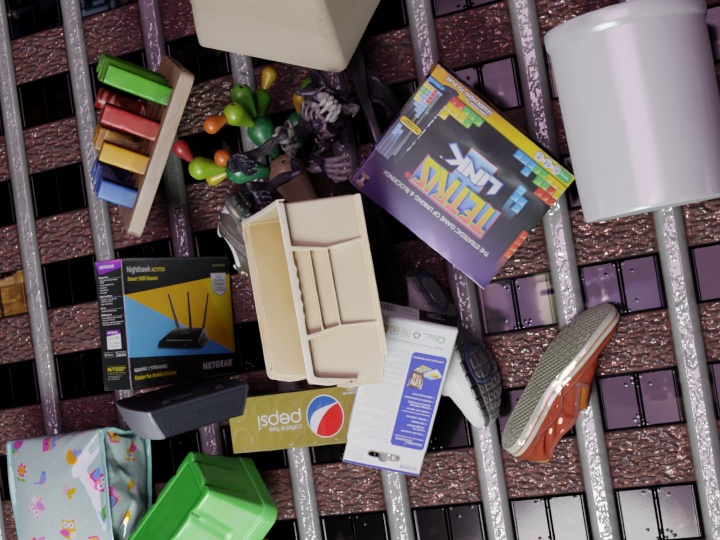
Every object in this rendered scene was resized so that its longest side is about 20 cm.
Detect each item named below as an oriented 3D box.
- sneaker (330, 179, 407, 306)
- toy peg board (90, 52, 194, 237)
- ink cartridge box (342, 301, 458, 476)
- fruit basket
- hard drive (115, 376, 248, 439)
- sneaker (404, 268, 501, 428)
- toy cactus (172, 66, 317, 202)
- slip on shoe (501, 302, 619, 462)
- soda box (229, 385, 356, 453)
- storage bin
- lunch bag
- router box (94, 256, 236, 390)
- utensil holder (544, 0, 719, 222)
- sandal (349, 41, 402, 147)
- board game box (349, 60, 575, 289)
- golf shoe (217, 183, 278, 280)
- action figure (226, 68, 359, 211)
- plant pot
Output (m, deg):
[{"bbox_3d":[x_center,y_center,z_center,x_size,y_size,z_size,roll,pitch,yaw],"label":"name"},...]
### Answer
[{"bbox_3d":[0.000,0.000,1.333,0.069,0.094,0.203,-8,69,-20],"label":"sneaker"},{"bbox_3d":[-0.293,-0.171,1.389,0.097,0.200,0.202,18,100,-20],"label":"toy peg board"},{"bbox_3d":[0.043,0.136,1.274,0.093,0.037,0.203,11,115,-2],"label":"ink cartridge box"},{"bbox_3d":[-0.166,0.352,1.401,0.218,0.213,0.156,-62,31,11],"label":"fruit basket"},{"bbox_3d":[-0.214,0.162,1.346,0.133,0.199,0.043,-14,93,-23],"label":"hard drive"},{"bbox_3d":[0.094,0.098,1.320,0.087,0.074,0.202,-42,69,30],"label":"sneaker"},{"bbox_3d":[-0.114,-0.145,1.361,0.166,0.199,0.102,57,151,-9],"label":"toy cactus"},{"bbox_3d":[0.232,0.127,1.262,0.061,0.074,0.202,28,96,-16],"label":"slip on shoe"},{"bbox_3d":[-0.061,0.178,1.378,0.197,0.064,0.069,-9,86,23],"label":"soda box"},{"bbox_3d":[-0.054,0.028,1.239,0.092,0.200,0.202,-9,89,-17],"label":"storage bin"},{"bbox_3d":[-0.361,0.312,1.475,0.168,0.122,0.204,-11,81,21],"label":"lunch bag"},{"bbox_3d":[-0.233,0.060,1.373,0.050,0.199,0.152,-6,89,31],"label":"router box"},{"bbox_3d":[0.292,-0.163,1.175,0.167,0.170,0.204,-11,90,22],"label":"utensil holder"},{"bbox_3d":[0.022,-0.205,1.337,0.047,0.075,0.204,-15,85,4],"label":"sandal"},{"bbox_3d":[0.114,-0.107,1.270,0.199,0.057,0.166,37,104,-5],"label":"board game box"},{"bbox_3d":[-0.101,-0.010,1.398,0.201,0.077,0.095,52,132,10],"label":"golf shoe"},{"bbox_3d":[-0.053,-0.152,1.289,0.101,0.120,0.200,20,54,43],"label":"action figure"},{"bbox_3d":[-0.087,-0.373,1.277,0.197,0.178,0.202,14,63,21],"label":"plant pot"}]
